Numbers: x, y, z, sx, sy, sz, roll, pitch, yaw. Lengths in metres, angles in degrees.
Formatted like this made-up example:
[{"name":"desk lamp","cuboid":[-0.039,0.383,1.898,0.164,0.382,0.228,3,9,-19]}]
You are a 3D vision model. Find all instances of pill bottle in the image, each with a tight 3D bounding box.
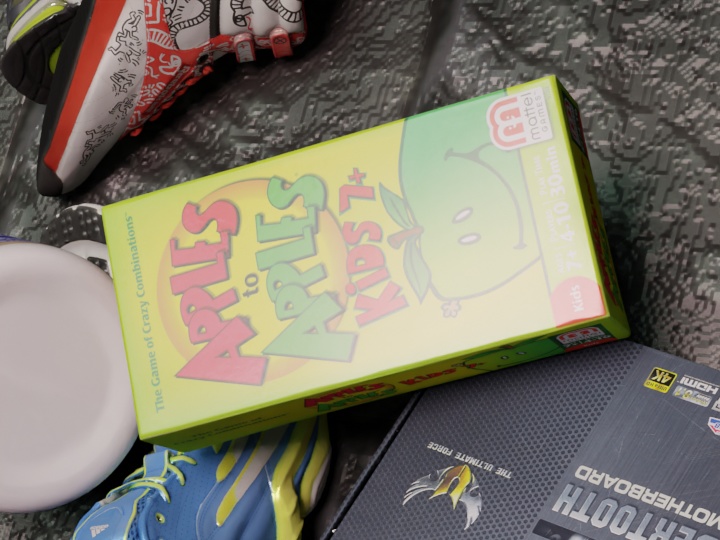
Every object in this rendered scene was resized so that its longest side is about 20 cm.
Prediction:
[{"name":"pill bottle","cuboid":[-0.181,0.039,0.980,0.200,0.115,0.116,9,71,63]}]

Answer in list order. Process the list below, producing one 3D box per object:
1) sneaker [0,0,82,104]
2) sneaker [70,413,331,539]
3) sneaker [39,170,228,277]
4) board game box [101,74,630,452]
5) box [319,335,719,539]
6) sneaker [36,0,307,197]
[{"name":"sneaker","cuboid":[-0.110,-0.174,1.103,0.200,0.074,0.081,-32,52,13]},{"name":"sneaker","cuboid":[-0.070,0.100,0.925,0.075,0.105,0.201,-7,65,28]},{"name":"sneaker","cuboid":[-0.077,-0.004,1.011,0.199,0.080,0.074,-9,91,44]},{"name":"board game box","cuboid":[0.000,0.000,0.874,0.199,0.048,0.102,-15,75,14]},{"name":"box","cuboid":[0.093,0.106,0.835,0.199,0.051,0.158,19,65,37]},{"name":"sneaker","cuboid":[-0.089,-0.108,1.058,0.067,0.107,0.202,-99,27,-53]}]
